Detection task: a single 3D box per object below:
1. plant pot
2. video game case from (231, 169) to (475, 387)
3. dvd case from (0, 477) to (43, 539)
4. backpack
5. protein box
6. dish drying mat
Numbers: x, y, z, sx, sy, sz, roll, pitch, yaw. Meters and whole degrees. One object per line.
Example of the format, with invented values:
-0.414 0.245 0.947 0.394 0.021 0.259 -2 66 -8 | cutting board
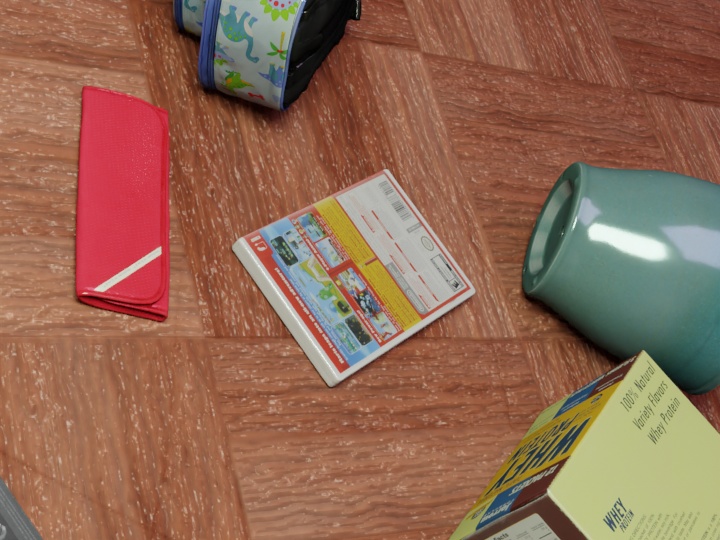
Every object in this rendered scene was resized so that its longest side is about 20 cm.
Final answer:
0.261 -0.007 1.137 0.188 0.200 0.200 20 49 -6 | plant pot
0.000 0.000 1.044 0.200 0.017 0.143 -29 81 -45 | video game case
-0.272 0.199 0.697 0.200 0.025 0.150 -30 81 -44 | dvd case
-0.080 -0.247 1.045 0.147 0.183 0.200 18 51 3 | backpack
0.214 0.215 0.974 0.200 0.135 0.199 48 45 0 | protein box
-0.183 -0.057 0.943 0.077 0.018 0.200 14 54 -29 | dish drying mat
